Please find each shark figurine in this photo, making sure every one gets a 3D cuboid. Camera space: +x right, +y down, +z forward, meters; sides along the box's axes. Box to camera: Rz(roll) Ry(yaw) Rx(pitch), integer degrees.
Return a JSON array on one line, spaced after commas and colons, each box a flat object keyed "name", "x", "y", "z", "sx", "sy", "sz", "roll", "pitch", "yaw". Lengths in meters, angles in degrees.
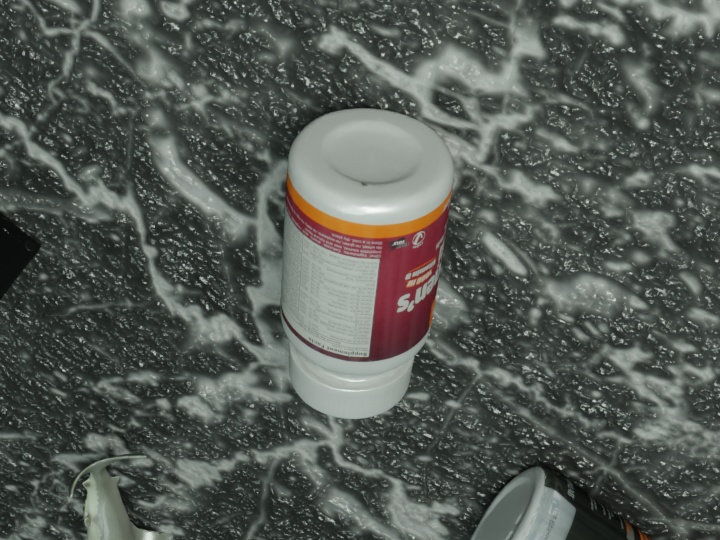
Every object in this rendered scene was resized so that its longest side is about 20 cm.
[{"name": "shark figurine", "x": -0.221, "y": 0.242, "z": 1.273, "sx": 0.088, "sy": 0.128, "sz": 0.217, "roll": 0, "pitch": 113, "yaw": -7}]

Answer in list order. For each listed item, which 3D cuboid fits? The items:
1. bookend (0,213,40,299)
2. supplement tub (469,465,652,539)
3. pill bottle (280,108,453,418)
[{"name": "bookend", "x": -0.377, "y": 0.060, "z": 1.089, "sx": 0.092, "sy": 0.201, "sz": 0.198, "roll": 39, "pitch": 132, "yaw": -11}, {"name": "supplement tub", "x": 0.184, "y": 0.253, "z": 1.046, "sx": 0.199, "sy": 0.123, "sz": 0.123, "roll": 36, "pitch": 133, "yaw": -6}, {"name": "pill bottle", "x": 0.000, "y": 0.000, "z": 0.927, "sx": 0.108, "sy": 0.110, "sz": 0.202, "roll": 16, "pitch": 133, "yaw": 11}]
